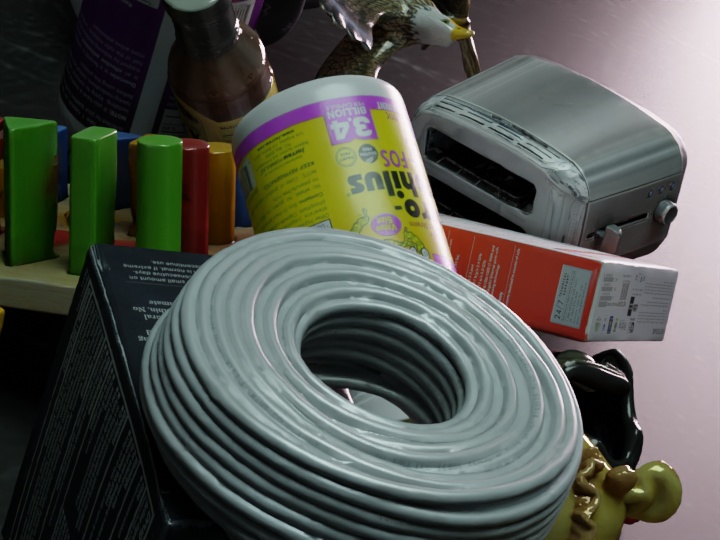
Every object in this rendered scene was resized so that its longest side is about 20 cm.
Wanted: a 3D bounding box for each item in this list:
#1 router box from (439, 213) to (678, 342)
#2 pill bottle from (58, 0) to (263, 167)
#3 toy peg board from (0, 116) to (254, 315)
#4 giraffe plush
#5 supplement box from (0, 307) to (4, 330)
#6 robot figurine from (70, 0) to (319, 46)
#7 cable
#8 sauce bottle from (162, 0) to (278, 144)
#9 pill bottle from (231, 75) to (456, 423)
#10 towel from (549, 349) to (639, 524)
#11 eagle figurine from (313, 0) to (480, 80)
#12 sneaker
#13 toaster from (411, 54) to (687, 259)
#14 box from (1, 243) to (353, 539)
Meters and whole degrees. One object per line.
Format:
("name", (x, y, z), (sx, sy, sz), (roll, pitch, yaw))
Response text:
("router box", (0.087, 0.000, 1.428), (0.179, 0.049, 0.200), (14, 3, 21))
("pill bottle", (-0.130, -0.144, 1.493), (0.112, 0.201, 0.113), (14, 33, -10))
("toy peg board", (-0.151, -0.050, 1.353), (0.199, 0.098, 0.199), (8, 18, 16))
("giraffe plush", (0.075, 0.140, 1.225), (0.172, 0.163, 0.200), (-12, 44, -41))
("supplement box", (-0.307, 0.037, 1.217), (0.199, 0.110, 0.109), (29, 34, 12))
("robot figurine", (-0.118, -0.217, 1.682), (0.199, 0.150, 0.125), (-10, 60, -40))
("cable", (0.000, 0.059, 1.021), (0.200, 0.069, 0.200), (40, 36, 24))
("sauce bottle", (-0.083, -0.111, 1.415), (0.064, 0.200, 0.065), (-4, 54, 6))
("pill bottle", (0.000, 0.000, 1.289), (0.104, 0.104, 0.201), (-4, 67, -33))
("towel", (0.074, 0.091, 1.428), (0.199, 0.023, 0.145), (11, 36, -11))
("eagle figurine", (0.010, -0.171, 1.614), (0.200, 0.151, 0.152), (-29, 92, -37))
("sneaker", (0.100, 0.066, 1.361), (0.076, 0.115, 0.200), (-6, 41, -33))
("toaster", (0.117, -0.072, 1.604), (0.200, 0.114, 0.129), (33, 36, 30))
("box", (-0.084, 0.130, 1.122), (0.123, 0.201, 0.199), (6, 36, -22))
